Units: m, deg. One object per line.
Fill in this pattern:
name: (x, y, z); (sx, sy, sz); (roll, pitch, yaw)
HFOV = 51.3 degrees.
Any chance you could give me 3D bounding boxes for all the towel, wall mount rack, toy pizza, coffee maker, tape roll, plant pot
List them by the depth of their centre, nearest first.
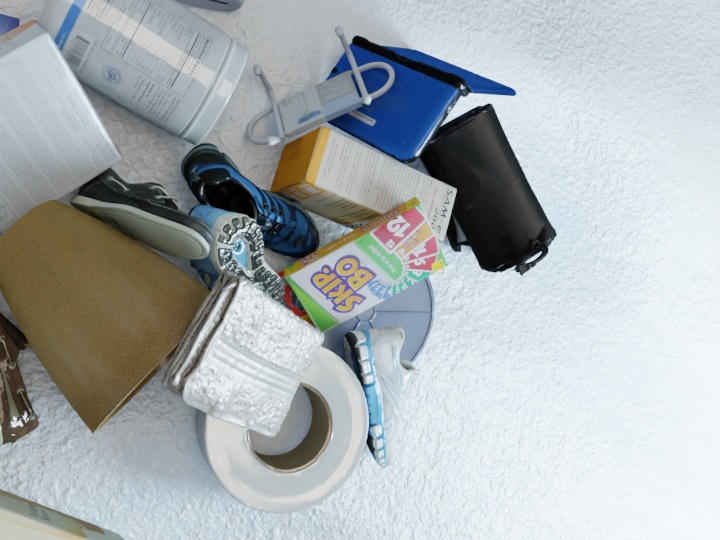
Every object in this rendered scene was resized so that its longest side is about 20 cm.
towel: (-0.111, 0.093, 0.776); (0.133, 0.034, 0.200); (-62, 147, -8)
plant pot: (-0.278, 0.031, 0.776); (0.200, 0.186, 0.187); (44, 69, -5)
wall mount rack: (-0.054, -0.202, 0.881); (0.198, 0.175, 0.075); (-23, 138, 6)
tape roll: (-0.093, 0.181, 0.896); (0.200, 0.071, 0.205); (0, 91, -22)
toy pizza: (0.003, 0.052, 0.976); (0.198, 0.032, 0.203); (-2, 95, -18)
coffee maker: (0.174, -0.113, 0.998); (0.134, 0.192, 0.201); (-33, 101, -10)

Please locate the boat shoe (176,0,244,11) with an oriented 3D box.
boat shoe: (-0.229, -0.363, 0.879); (0.198, 0.072, 0.072); (7, 75, -37)

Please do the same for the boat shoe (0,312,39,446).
boat shoe: (-0.378, 0.078, 0.773); (0.074, 0.074, 0.205); (-13, 101, -38)

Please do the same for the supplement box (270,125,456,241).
supplement box: (0.002, -0.098, 0.944); (0.198, 0.126, 0.074); (21, 79, -24)

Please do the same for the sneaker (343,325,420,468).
sneaker: (0.038, 0.159, 0.947); (0.086, 0.075, 0.202); (-16, 117, -18)

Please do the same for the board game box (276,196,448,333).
board game box: (0.000, 0.000, 0.903); (0.199, 0.030, 0.096); (-27, 120, 4)

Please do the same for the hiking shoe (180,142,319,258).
hiking shoe: (-0.126, -0.062, 0.880); (0.199, 0.087, 0.074); (33, 108, -31)

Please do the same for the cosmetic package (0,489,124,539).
cosmetic package: (-0.340, 0.277, 0.757); (0.199, 0.105, 0.072); (32, 72, -24)

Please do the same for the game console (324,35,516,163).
game console: (0.065, -0.219, 0.963); (0.171, 0.199, 0.118); (-55, 141, 0)

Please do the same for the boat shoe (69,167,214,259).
boat shoe: (-0.226, -0.066, 0.793); (0.068, 0.199, 0.072); (-55, 143, -22)

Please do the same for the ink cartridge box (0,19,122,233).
ink cartridge box: (-0.364, -0.128, 0.750); (0.199, 0.050, 0.163); (-34, 138, -14)

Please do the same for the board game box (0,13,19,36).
board game box: (-0.440, -0.180, 0.768); (0.134, 0.034, 0.202); (12, 81, -26)

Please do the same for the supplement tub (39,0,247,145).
supplement tub: (-0.240, -0.243, 0.824); (0.199, 0.132, 0.133); (28, 75, -24)

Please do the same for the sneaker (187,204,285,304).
sneaker: (-0.147, -0.001, 0.861); (0.078, 0.090, 0.201); (-40, 144, -30)
